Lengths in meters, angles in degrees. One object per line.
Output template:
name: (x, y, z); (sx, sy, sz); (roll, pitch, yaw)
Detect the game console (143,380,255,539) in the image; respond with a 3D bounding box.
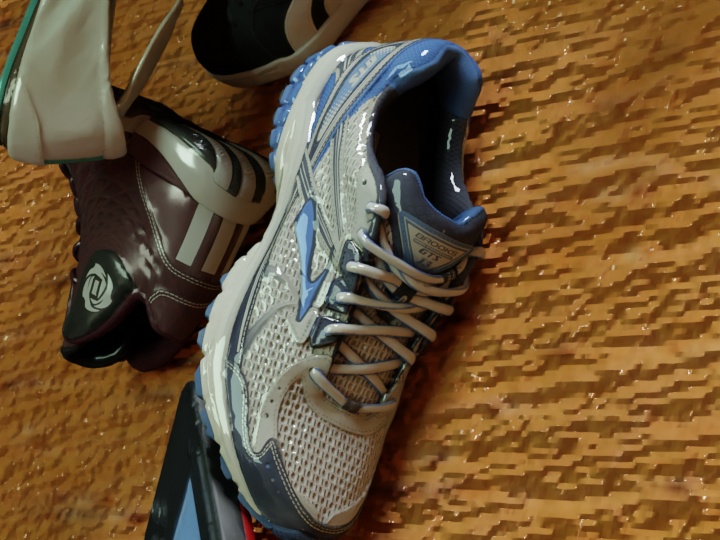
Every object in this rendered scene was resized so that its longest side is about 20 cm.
game console: (-0.105, 0.163, 0.885); (0.201, 0.118, 0.173); (-105, 24, -44)

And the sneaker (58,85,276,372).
sneaker: (-0.117, -0.021, 1.074); (0.200, 0.075, 0.116); (29, 98, 58)

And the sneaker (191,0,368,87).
sneaker: (-0.036, -0.152, 0.996); (0.200, 0.111, 0.074); (-32, 45, 43)

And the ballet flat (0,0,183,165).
ballet flat: (-0.102, -0.135, 1.027); (0.069, 0.069, 0.202); (-12, 61, 53)

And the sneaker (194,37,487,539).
sneaker: (0.000, 0.000, 0.885); (0.085, 0.077, 0.202); (-15, 59, 47)
